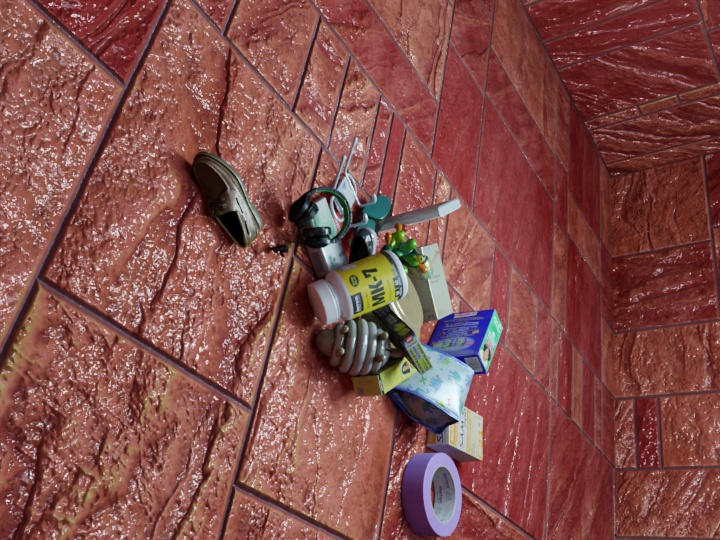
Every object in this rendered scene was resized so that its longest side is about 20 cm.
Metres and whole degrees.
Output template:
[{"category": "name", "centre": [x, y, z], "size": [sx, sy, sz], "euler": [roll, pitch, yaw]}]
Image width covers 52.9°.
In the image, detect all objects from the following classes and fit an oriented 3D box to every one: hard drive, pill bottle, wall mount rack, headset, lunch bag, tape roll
[{"category": "hard drive", "centre": [0.141, -0.139, 1.854], "size": [0.132, 0.199, 0.026], "euler": [-28, 103, -56]}, {"category": "pill bottle", "centre": [-0.007, 0.040, 1.580], "size": [0.199, 0.114, 0.115], "euler": [-22, 100, -20]}, {"category": "wall mount rack", "centre": [-0.023, -0.207, 1.713], "size": [0.200, 0.074, 0.174], "euler": [-68, 139, -57]}, {"category": "headset", "centre": [-0.102, -0.096, 1.527], "size": [0.200, 0.094, 0.124], "euler": [-35, 105, -19]}, {"category": "lunch bag", "centre": [0.165, 0.286, 1.832], "size": [0.200, 0.127, 0.170], "euler": [35, 45, -9]}, {"category": "tape roll", "centre": [0.181, 0.562, 1.819], "size": [0.200, 0.065, 0.201], "euler": [25, 59, -52]}]

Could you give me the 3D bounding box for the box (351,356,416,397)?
[{"category": "box", "centre": [0.064, 0.235, 1.672], "size": [0.200, 0.075, 0.050], "euler": [-23, 101, -57]}]

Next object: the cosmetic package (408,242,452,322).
[{"category": "cosmetic package", "centre": [0.181, 0.033, 1.981], "size": [0.103, 0.073, 0.201], "euler": [-18, 96, -57]}]

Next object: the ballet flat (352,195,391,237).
[{"category": "ballet flat", "centre": [0.022, -0.112, 1.788], "size": [0.200, 0.068, 0.069], "euler": [-58, 167, -49]}]

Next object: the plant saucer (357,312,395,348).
[{"category": "plant saucer", "centre": [0.032, 0.185, 1.737], "size": [0.200, 0.035, 0.201], "euler": [23, 61, -51]}]

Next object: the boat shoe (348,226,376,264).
[{"category": "boat shoe", "centre": [0.000, 0.000, 1.670], "size": [0.066, 0.070, 0.201], "euler": [-38, 139, -60]}]

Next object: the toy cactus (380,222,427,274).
[{"category": "toy cactus", "centre": [0.073, -0.021, 1.739], "size": [0.102, 0.165, 0.200], "euler": [42, 20, -34]}]

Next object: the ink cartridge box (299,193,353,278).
[{"category": "ink cartridge box", "centre": [-0.062, -0.094, 1.675], "size": [0.200, 0.050, 0.162], "euler": [-37, 111, -52]}]

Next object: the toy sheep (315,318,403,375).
[{"category": "toy sheep", "centre": [-0.001, 0.168, 1.582], "size": [0.199, 0.138, 0.138], "euler": [14, 61, -10]}]

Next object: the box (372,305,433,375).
[{"category": "box", "centre": [0.091, 0.150, 1.655], "size": [0.110, 0.035, 0.200], "euler": [60, -7, -25]}]

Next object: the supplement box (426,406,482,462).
[{"category": "supplement box", "centre": [0.260, 0.437, 1.970], "size": [0.200, 0.073, 0.127], "euler": [35, 52, -47]}]

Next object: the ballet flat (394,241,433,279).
[{"category": "ballet flat", "centre": [0.130, -0.020, 1.845], "size": [0.070, 0.200, 0.071], "euler": [-5, 106, -18]}]

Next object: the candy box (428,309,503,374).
[{"category": "candy box", "centre": [0.283, 0.199, 1.994], "size": [0.077, 0.168, 0.200], "euler": [64, 35, -26]}]

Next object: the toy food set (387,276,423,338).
[{"category": "toy food set", "centre": [0.099, 0.072, 1.830], "size": [0.200, 0.048, 0.199], "euler": [34, 37, -52]}]

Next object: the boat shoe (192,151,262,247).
[{"category": "boat shoe", "centre": [-0.253, -0.131, 1.369], "size": [0.200, 0.072, 0.068], "euler": [55, 38, -31]}]
